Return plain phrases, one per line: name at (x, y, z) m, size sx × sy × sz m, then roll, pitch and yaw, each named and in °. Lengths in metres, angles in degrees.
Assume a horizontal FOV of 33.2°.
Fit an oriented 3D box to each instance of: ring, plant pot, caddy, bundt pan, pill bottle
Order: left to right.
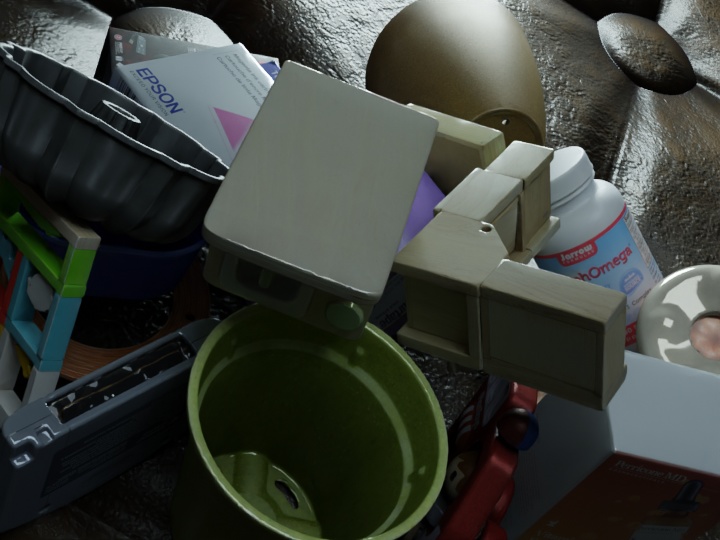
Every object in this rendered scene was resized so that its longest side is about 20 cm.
bundt pan at (-0.195, -0.087, 0.900) m, size 0.201 × 0.076 × 0.202 m, roll 30°, pitch 7°, yaw -4°
ring at (-0.228, 0.017, 1.055) m, size 0.198 × 0.019 × 0.202 m, roll 15°, pitch 48°, yaw -18°
caddy at (-0.218, -0.059, 1.033) m, size 0.198 × 0.105 × 0.143 m, roll 6°, pitch 51°, yaw -24°
plant pot at (-0.060, 0.156, 0.923) m, size 0.198 × 0.185 × 0.202 m, roll 14°, pitch 50°, yaw -17°
plant pot at (0.114, -0.162, 1.219) m, size 0.184 × 0.188 × 0.201 m, roll 13°, pitch 26°, yaw -19°
pill bottle at (0.232, -0.018, 1.217) m, size 0.201 × 0.108 × 0.109 m, roll 58°, pitch 43°, yaw -18°

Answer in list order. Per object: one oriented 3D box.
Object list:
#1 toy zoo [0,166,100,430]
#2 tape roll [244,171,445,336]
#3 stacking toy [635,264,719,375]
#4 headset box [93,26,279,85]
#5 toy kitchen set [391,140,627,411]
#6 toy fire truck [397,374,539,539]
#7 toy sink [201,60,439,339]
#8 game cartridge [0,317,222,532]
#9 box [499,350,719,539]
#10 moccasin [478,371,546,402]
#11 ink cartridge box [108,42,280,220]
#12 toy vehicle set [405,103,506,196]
toy zoo at (-0.260, 0.036, 0.912) m, size 0.020 × 0.202 × 0.131 m, roll 3°, pitch 26°, yaw -44°
tape roll at (0.000, 0.000, 1.067) m, size 0.199 × 0.200 × 0.085 m, roll -23°, pitch 68°, yaw -39°
stacking toy at (0.330, 0.096, 1.183) m, size 0.144 × 0.200 × 0.148 m, roll -1°, pitch 65°, yaw 2°
headset box at (-0.155, -0.145, 1.181) m, size 0.198 × 0.075 × 0.150 m, roll 7°, pitch 51°, yaw -23°
toy kitchen set at (0.151, 0.029, 0.961) m, size 0.179 × 0.165 × 0.200 m, roll 17°, pitch 41°, yaw 30°
toy fire truck at (0.090, 0.158, 0.995) m, size 0.111 × 0.169 × 0.200 m, roll 31°, pitch 23°, yaw -2°
toy sink at (-0.035, -0.035, 0.882) m, size 0.129 × 0.113 × 0.201 m, roll 20°, pitch 45°, yaw -2°
game cartridge at (-0.192, 0.118, 0.915) m, size 0.199 × 0.133 × 0.042 m, roll -27°, pitch 71°, yaw -41°
box at (0.225, 0.173, 1.053) m, size 0.151 × 0.201 × 0.107 m, roll 15°, pitch 49°, yaw -16°
moccasin at (0.146, 0.073, 1.177) m, size 0.077 × 0.074 × 0.203 m, roll 12°, pitch 51°, yaw -12°
ink cartridge box at (-0.090, -0.120, 1.068) m, size 0.199 × 0.043 × 0.197 m, roll -23°, pitch 63°, yaw -41°
toy vehicle set at (0.094, -0.047, 1.114) m, size 0.026 × 0.202 × 0.124 m, roll -32°, pitch 37°, yaw -26°
